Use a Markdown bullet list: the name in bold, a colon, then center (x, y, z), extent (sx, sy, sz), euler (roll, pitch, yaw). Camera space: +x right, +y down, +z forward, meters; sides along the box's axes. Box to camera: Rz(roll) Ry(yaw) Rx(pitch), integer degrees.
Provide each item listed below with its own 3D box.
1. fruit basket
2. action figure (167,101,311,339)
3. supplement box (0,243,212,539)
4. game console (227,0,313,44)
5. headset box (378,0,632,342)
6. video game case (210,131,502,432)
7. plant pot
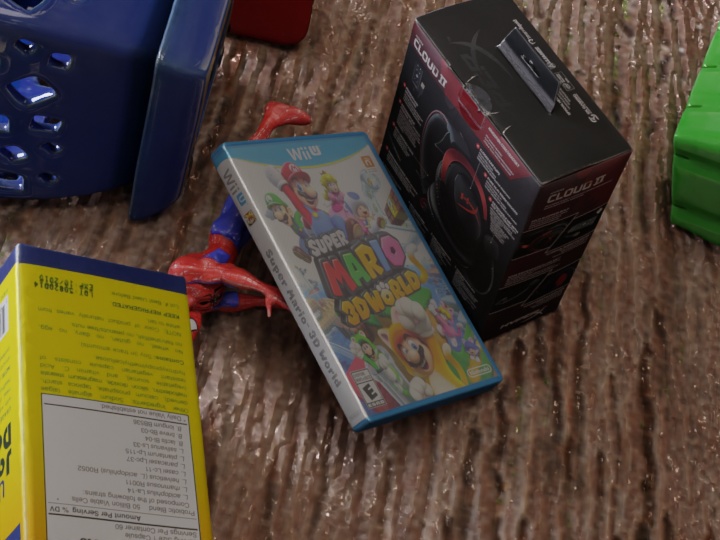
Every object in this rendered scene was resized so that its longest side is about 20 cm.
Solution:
- **fruit basket**: center (0.343, -0.092, 1.085), extent (0.215, 0.156, 0.216), euler (-5, 48, 5)
- **action figure**: center (-0.062, -0.017, 0.991), extent (0.099, 0.065, 0.200), euler (22, 53, 9)
- **supplement box**: center (-0.161, 0.103, 0.843), extent (0.109, 0.110, 0.200), euler (13, 50, -30)
- **game console**: center (-0.102, -0.285, 1.086), extent (0.172, 0.200, 0.119), euler (12, 55, -2)
- **headset box**: center (0.087, -0.071, 0.975), extent (0.075, 0.200, 0.149), euler (-22, 61, -24)
- **video game case**: center (0.000, 0.000, 0.961), extent (0.143, 0.018, 0.200), euler (-11, 67, -49)
- **plant pot**: center (-0.181, -0.161, 0.992), extent (0.179, 0.200, 0.200), euler (15, 55, -7)
